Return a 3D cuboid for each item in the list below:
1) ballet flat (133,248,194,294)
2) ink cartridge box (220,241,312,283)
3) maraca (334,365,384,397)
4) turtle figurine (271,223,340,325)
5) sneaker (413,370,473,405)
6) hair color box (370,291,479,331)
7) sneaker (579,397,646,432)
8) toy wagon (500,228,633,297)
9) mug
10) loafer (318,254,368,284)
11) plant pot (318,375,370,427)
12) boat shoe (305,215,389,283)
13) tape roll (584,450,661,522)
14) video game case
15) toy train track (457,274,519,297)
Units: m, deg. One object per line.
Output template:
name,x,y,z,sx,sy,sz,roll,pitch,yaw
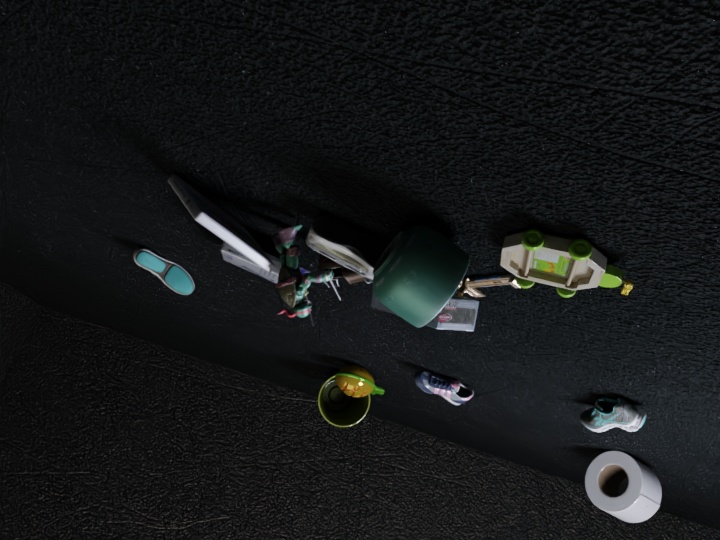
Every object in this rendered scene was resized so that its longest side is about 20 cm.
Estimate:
ballet flat,-0.562,-0.003,1.746,0.069,0.070,0.200,-5,144,48
ink cartridge box,-0.214,-0.010,1.373,0.199,0.041,0.200,23,171,-8
maraca,-0.003,0.403,2.172,0.200,0.107,0.137,33,154,-33
turtle figurine,-0.117,0.016,1.193,0.100,0.201,0.150,-18,-178,-39
sneaker,0.261,0.352,1.887,0.200,0.070,0.082,26,142,-23
hair color box,0.120,0.065,1.178,0.099,0.061,0.200,7,-176,-36
sneaker,0.630,0.361,1.569,0.091,0.078,0.200,40,152,-8
toy wagon,0.321,-0.006,0.953,0.199,0.040,0.155,13,159,16
mug,0.086,0.005,1.031,0.114,0.152,0.185,35,160,-7
loafer,0.000,0.000,1.212,0.199,0.071,0.073,6,156,32
plant pot,-0.079,0.498,2.399,0.200,0.201,0.193,23,171,-8
boat shoe,-0.006,-0.028,1.127,0.201,0.075,0.065,26,142,-5
tape roll,0.877,0.723,2.040,0.139,0.203,0.202,33,156,-32
video game case,-0.267,-0.090,1.173,0.200,0.024,0.182,41,-177,-43
toy train track,0.222,0.033,1.149,0.115,0.033,0.200,33,155,-31
